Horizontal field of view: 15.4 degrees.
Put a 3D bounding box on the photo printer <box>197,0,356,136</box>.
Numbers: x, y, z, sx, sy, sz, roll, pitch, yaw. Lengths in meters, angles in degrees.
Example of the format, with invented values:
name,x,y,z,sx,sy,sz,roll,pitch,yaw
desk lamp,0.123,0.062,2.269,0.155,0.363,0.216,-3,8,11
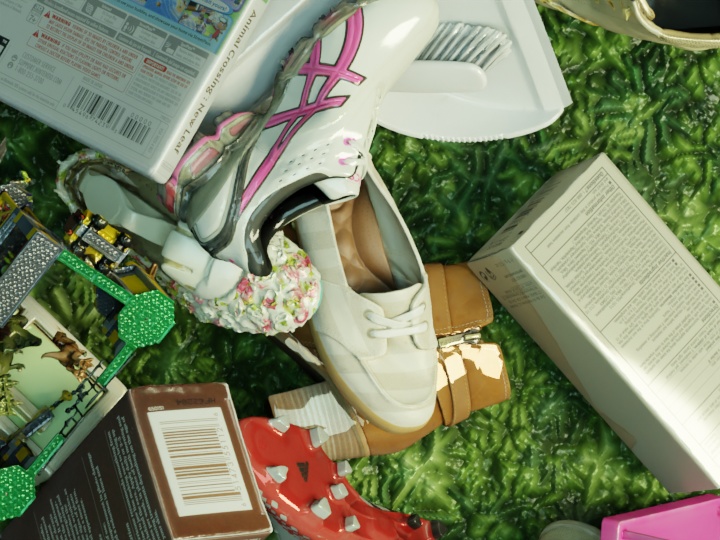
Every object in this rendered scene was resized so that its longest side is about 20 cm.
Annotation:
name,x,y,z,sx,sy,sz,roll,pitch,yaw
photo printer,-0.078,-0.187,1.590,0.200,0.069,0.167,-42,64,2

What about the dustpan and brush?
name,x,y,z,sx,sy,sz,roll,pitch,yaw
dustpan and brush,0.014,-0.122,1.628,0.199,0.057,0.140,-1,140,25

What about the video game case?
name,x,y,z,sx,sy,sz,roll,pitch,yaw
video game case,-0.146,-0.168,1.556,0.199,0.022,0.183,27,85,29

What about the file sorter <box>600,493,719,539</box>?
name,x,y,z,sx,sy,sz,roll,pitch,yaw
file sorter,0.225,0.254,1.629,0.125,0.139,0.202,9,97,35

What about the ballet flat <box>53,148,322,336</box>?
name,x,y,z,sx,sy,sz,roll,pitch,yaw
ballet flat,-0.112,-0.018,1.590,0.199,0.064,0.076,27,96,34

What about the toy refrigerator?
name,x,y,z,sx,sy,sz,roll,pitch,yaw
toy refrigerator,-0.243,0.035,1.624,0.200,0.070,0.076,45,67,-7

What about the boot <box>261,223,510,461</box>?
name,x,y,z,sx,sy,sz,roll,pitch,yaw
boot,0.003,0.014,1.648,0.154,0.077,0.201,-16,87,-9

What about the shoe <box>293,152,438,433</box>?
name,x,y,z,sx,sy,sz,roll,pitch,yaw
shoe,0.000,0.000,1.590,0.070,0.053,0.201,-15,80,-24

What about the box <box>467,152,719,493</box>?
name,x,y,z,sx,sy,sz,roll,pitch,yaw
box,0.171,0.035,1.644,0.095,0.078,0.200,-43,97,-19

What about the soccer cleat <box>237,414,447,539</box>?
name,x,y,z,sx,sy,sz,roll,pitch,yaw
soccer cleat,-0.027,0.154,1.624,0.085,0.069,0.200,-26,138,29

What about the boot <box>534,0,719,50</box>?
name,x,y,z,sx,sy,sz,roll,pitch,yaw
boot,0.145,-0.182,1.591,0.199,0.155,0.073,22,95,-5

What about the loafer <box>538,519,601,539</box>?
name,x,y,z,sx,sy,sz,roll,pitch,yaw
loafer,0.137,0.259,1.672,0.075,0.068,0.202,-2,99,28

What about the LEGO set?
name,x,y,z,sx,sy,sz,roll,pitch,yaw
LEGO set,-0.216,0.033,1.550,0.153,0.116,0.201,27,101,-37

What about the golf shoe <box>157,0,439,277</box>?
name,x,y,z,sx,sy,sz,roll,pitch,yaw
golf shoe,-0.019,-0.082,1.539,0.200,0.073,0.092,-45,70,-4

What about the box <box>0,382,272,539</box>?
name,x,y,z,sx,sy,sz,roll,pitch,yaw
box,-0.137,0.157,1.580,0.075,0.200,0.101,-1,62,-36
